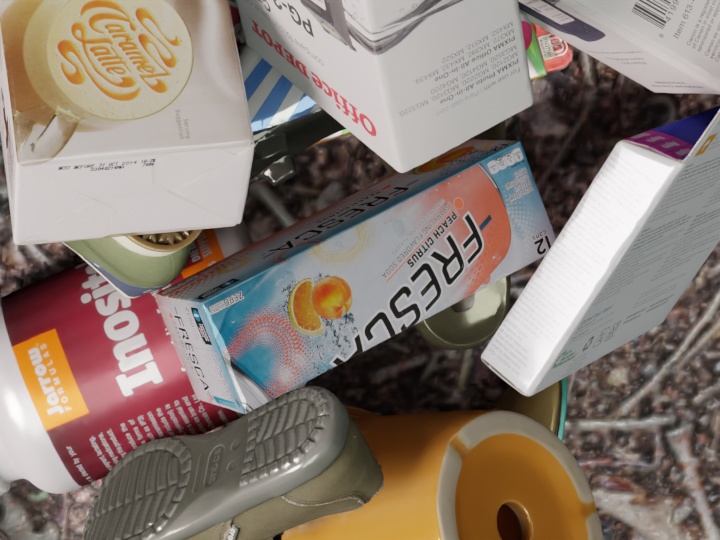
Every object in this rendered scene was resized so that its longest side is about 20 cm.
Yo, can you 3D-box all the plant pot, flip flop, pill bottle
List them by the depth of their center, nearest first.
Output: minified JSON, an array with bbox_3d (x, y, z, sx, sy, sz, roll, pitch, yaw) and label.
[{"bbox_3d":[-0.138,0.051,1.444,0.199,0.113,0.113,-24,120,0],"label":"pill bottle"},{"bbox_3d":[0.025,0.158,1.447,0.200,0.201,0.183,39,141,-27],"label":"plant pot"},{"bbox_3d":[0.047,-0.045,1.463,0.081,0.058,0.201,-10,110,-7],"label":"flip flop"}]

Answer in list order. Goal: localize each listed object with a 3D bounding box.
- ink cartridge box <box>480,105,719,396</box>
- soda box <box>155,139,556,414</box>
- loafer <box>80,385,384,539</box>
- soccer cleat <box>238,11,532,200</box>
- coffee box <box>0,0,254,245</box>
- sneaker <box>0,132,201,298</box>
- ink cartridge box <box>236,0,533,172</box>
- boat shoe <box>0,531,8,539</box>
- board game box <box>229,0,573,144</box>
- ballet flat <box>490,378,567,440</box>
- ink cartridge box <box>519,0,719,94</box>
[{"bbox_3d":[0.164,-0.038,1.424,0.043,0.196,0.200,38,115,16],"label":"ink cartridge box"},{"bbox_3d":[0.000,0.000,1.371,0.200,0.068,0.064,-28,105,-21],"label":"soda box"},{"bbox_3d":[-0.068,0.123,1.372,0.200,0.075,0.070,-22,130,40],"label":"loafer"},{"bbox_3d":[-0.013,-0.109,1.365,0.199,0.087,0.070,-23,161,-7],"label":"soccer cleat"},{"bbox_3d":[-0.124,-0.121,1.304,0.114,0.201,0.080,-4,151,-10],"label":"coffee box"},{"bbox_3d":[-0.161,-0.064,1.377,0.067,0.200,0.090,-37,165,-26],"label":"sneaker"},{"bbox_3d":[-0.002,-0.166,1.240,0.083,0.145,0.200,-30,135,-19],"label":"ink cartridge box"},{"bbox_3d":[-0.235,0.150,1.479,0.071,0.069,0.200,-43,130,-3],"label":"boat shoe"},{"bbox_3d":[0.007,-0.125,1.411,0.199,0.030,0.096,-17,95,-3],"label":"board game box"},{"bbox_3d":[0.078,0.140,1.566,0.063,0.069,0.201,3,116,-8],"label":"ballet flat"},{"bbox_3d":[0.121,-0.198,1.365,0.200,0.084,0.145,27,83,-23],"label":"ink cartridge box"}]
